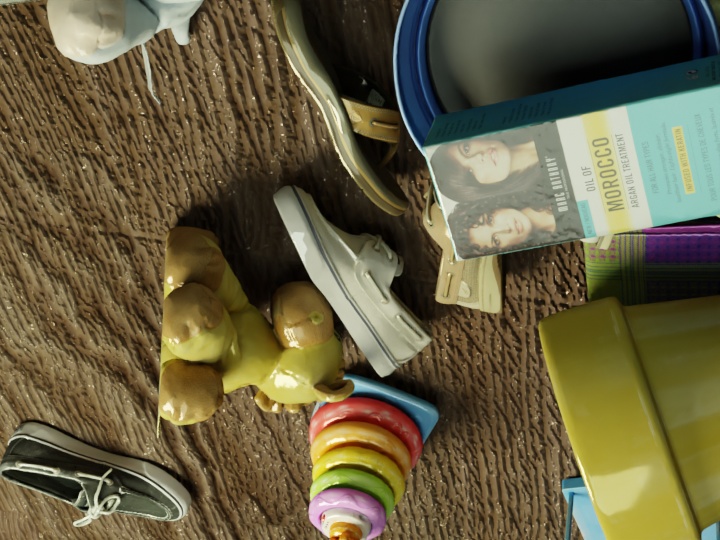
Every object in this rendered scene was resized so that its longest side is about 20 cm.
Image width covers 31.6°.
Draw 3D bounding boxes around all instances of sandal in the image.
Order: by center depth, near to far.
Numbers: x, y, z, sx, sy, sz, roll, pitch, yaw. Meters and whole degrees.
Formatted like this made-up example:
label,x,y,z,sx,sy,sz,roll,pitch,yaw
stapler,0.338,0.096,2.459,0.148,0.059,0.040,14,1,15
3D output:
label,x,y,z,sx,sy,sz,roll,pitch,yaw
sandal,-0.003,-0.122,0.930,0.054,0.080,0.201,-25,121,6

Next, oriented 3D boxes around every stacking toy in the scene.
label,x,y,z,sx,sy,sz,roll,pitch,yaw
stacking toy,-0.006,0.203,1.136,0.109,0.201,0.116,20,135,-6

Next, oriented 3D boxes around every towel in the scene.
label,x,y,z,sx,sy,sz,roll,pitch,yaw
towel,0.204,-0.137,0.807,0.147,0.037,0.201,20,121,2
towel,0.281,0.012,1.012,0.199,0.023,0.144,-1,133,16

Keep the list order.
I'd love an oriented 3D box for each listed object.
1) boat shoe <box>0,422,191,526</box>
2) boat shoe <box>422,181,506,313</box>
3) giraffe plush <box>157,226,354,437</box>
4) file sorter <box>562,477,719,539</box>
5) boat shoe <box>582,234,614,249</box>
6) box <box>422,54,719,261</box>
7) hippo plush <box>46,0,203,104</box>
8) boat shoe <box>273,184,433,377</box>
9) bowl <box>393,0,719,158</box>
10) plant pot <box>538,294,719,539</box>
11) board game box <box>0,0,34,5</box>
label,x,y,z,sx,sy,sz,roll,pitch,yaw
boat shoe,-0.274,0.225,1.315,0.198,0.068,0.074,28,133,-13
boat shoe,0.078,-0.041,0.977,0.064,0.072,0.201,3,134,10
giraffe plush,-0.087,0.065,1.072,0.161,0.173,0.201,3,134,-9
file sorter,0.300,0.274,1.183,0.199,0.123,0.139,-11,130,22
boat shoe,0.163,-0.108,0.897,0.068,0.075,0.201,8,123,8
box,0.144,-0.067,0.765,0.199,0.049,0.083,-11,115,19
hippo plush,-0.105,-0.201,0.811,0.160,0.160,0.201,-7,130,20
boat shoe,0.000,0.000,1.048,0.070,0.071,0.200,-31,119,3
bowl,0.120,-0.129,0.789,0.199,0.039,0.202,6,120,11
plant pot,0.255,0.103,0.969,0.188,0.201,0.201,-19,127,9
board game box,-0.252,-0.277,0.866,0.134,0.028,0.201,-3,131,16
